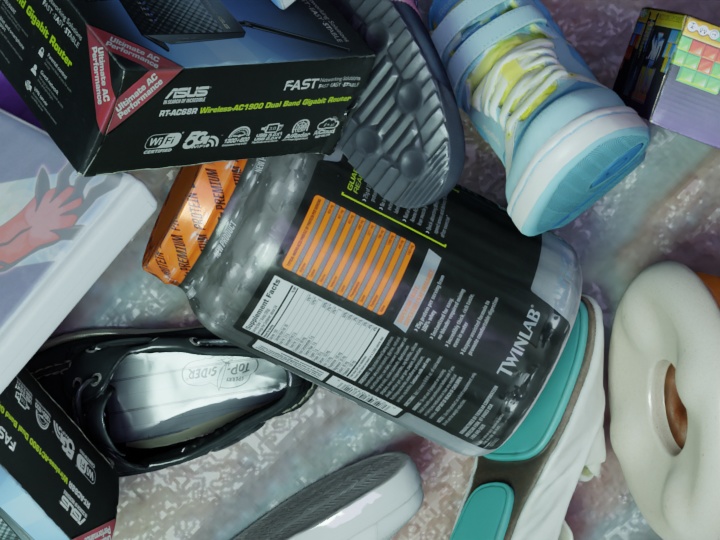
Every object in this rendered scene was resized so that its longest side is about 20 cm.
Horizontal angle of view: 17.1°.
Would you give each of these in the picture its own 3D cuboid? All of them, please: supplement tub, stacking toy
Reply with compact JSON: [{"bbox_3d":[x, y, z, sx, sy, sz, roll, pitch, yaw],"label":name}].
[{"bbox_3d":[0.000,0.000,1.191,0.199,0.123,0.123,27,98,-10],"label":"supplement tub"},{"bbox_3d":[0.237,0.060,1.222,0.199,0.146,0.147,-6,99,-16],"label":"stacking toy"}]

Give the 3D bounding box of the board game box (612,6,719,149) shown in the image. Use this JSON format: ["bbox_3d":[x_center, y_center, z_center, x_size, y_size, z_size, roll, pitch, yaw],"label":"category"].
[{"bbox_3d":[0.230,-0.068,1.168,0.199,0.165,0.057,20,98,-2],"label":"board game box"}]

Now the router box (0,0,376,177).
[{"bbox_3d":[-0.109,-0.134,1.121,0.200,0.149,0.062,50,129,30],"label":"router box"}]

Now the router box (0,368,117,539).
[{"bbox_3d":[-0.240,0.100,1.171,0.199,0.062,0.150,-12,138,21],"label":"router box"}]

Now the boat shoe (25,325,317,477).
[{"bbox_3d":[-0.119,0.071,1.238,0.198,0.066,0.075,-7,100,1],"label":"boat shoe"}]

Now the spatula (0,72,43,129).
[{"bbox_3d":[-0.216,-0.148,1.171,0.057,0.021,0.200,-43,94,-7],"label":"spatula"}]

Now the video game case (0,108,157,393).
[{"bbox_3d":[-0.215,0.008,1.095,0.200,0.182,0.023,-51,139,-16],"label":"video game case"}]

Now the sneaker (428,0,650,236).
[{"bbox_3d":[0.075,-0.088,1.154,0.079,0.200,0.131,-37,85,3],"label":"sneaker"}]

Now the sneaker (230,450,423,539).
[{"bbox_3d":[-0.026,0.188,1.258,0.199,0.074,0.116,-35,99,15],"label":"sneaker"}]

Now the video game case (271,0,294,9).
[{"bbox_3d":[-0.034,-0.249,1.134,0.181,0.046,0.200,-40,65,-10],"label":"video game case"}]

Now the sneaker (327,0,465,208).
[{"bbox_3d":[0.012,-0.119,1.168,0.070,0.082,0.201,-38,66,31],"label":"sneaker"}]

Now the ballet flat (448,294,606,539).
[{"bbox_3d":[0.090,0.112,1.235,0.069,0.069,0.201,23,72,-3],"label":"ballet flat"}]
